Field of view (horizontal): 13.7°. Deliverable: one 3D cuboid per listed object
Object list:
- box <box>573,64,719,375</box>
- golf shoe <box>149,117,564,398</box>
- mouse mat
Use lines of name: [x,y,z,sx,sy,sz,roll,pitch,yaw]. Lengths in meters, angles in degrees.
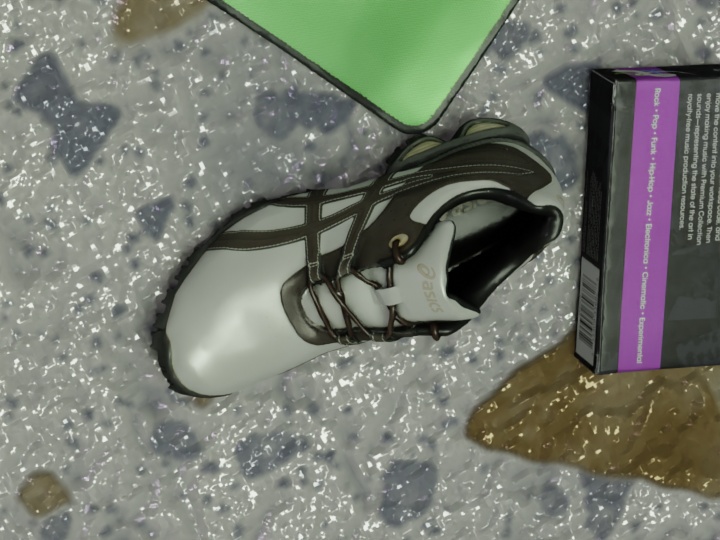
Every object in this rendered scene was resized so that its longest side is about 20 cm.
box: [0.202,-0.028,1.430,0.199,0.036,0.143,-2,107,-17]
golf shoe: [0.000,0.000,1.335,0.200,0.095,0.078,-32,116,-5]
mouse mat: [-0.004,-0.173,1.333,0.200,0.008,0.161,33,93,-25]
